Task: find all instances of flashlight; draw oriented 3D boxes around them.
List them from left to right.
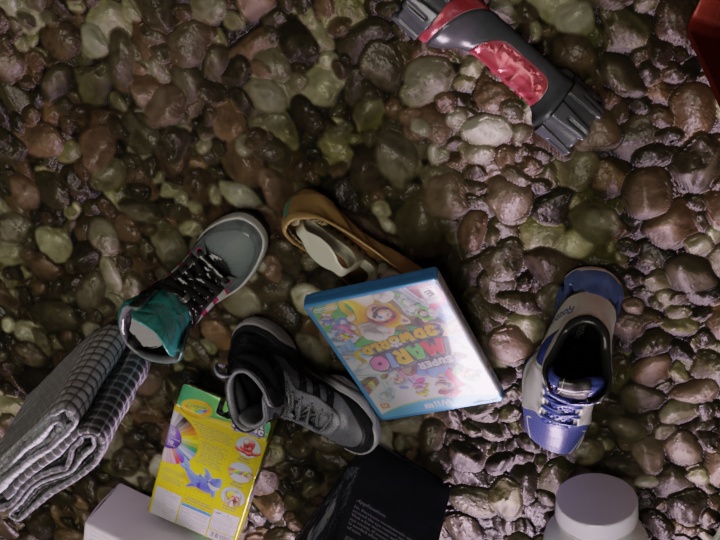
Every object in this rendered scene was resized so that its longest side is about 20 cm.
[{"bbox_3d":[0.121,-0.182,1.026,0.200,0.068,0.068,41,120,-8],"label":"flashlight"}]

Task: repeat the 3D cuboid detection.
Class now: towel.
[{"bbox_3d":[-0.326,0.173,1.298,0.085,0.166,0.200,40,122,-15],"label":"towel"}]

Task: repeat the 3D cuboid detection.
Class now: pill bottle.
[{"bbox_3d":[0.251,0.322,1.244,0.111,0.113,0.202,3,119,15],"label":"pill bottle"}]

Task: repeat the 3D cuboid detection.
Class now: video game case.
[{"bbox_3d":[0.047,0.080,1.184,0.142,0.018,0.201,-12,135,21],"label":"video game case"}]

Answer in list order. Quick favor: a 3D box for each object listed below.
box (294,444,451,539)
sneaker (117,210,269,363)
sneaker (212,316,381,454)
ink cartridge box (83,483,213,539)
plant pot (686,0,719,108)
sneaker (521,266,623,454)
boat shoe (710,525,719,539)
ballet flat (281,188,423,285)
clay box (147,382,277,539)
[{"bbox_3d":[-0.010,0.331,1.272,0.117,0.200,0.197,31,122,-4],"label":"box"},{"bbox_3d":[-0.180,0.026,1.197,0.084,0.121,0.200,43,121,-10],"label":"sneaker"},{"bbox_3d":[-0.071,0.145,1.232,0.200,0.114,0.076,41,122,-4],"label":"sneaker"},{"bbox_3d":[-0.268,0.386,1.439,0.144,0.085,0.202,22,124,13],"label":"ink cartridge box"},{"bbox_3d":[0.384,-0.203,0.873,0.174,0.201,0.201,18,123,-7],"label":"plant pot"},{"bbox_3d":[0.199,0.106,1.136,0.080,0.115,0.201,15,122,8],"label":"sneaker"},{"bbox_3d":[0.419,0.266,1.208,0.061,0.073,0.201,4,123,-38],"label":"boat shoe"},{"bbox_3d":[0.000,0.000,1.165,0.199,0.063,0.069,36,122,-6],"label":"ballet flat"},{"bbox_3d":[-0.169,0.216,1.344,0.114,0.048,0.202,22,121,3],"label":"clay box"}]
